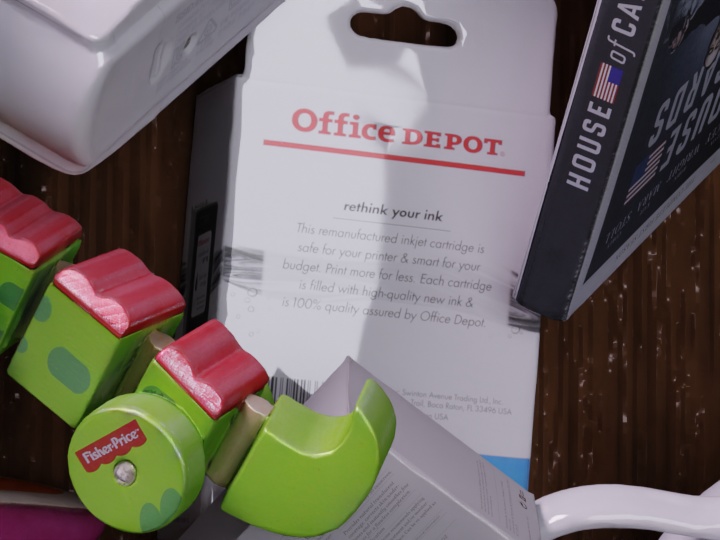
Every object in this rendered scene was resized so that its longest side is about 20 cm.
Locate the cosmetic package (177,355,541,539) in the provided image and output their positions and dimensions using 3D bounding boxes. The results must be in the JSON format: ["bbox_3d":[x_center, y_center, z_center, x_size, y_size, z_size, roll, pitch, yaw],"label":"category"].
[{"bbox_3d":[-0.037,0.127,0.887,0.083,0.051,0.200,37,109,-18],"label":"cosmetic package"}]

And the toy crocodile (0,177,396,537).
[{"bbox_3d":[-0.082,0.017,0.814,0.200,0.068,0.062,33,116,12],"label":"toy crocodile"}]

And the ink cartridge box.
[{"bbox_3d":[0.000,0.000,0.952,0.116,0.067,0.200,7,84,-16],"label":"ink cartridge box"}]

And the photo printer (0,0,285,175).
[{"bbox_3d":[-0.121,-0.132,0.872,0.200,0.069,0.166,31,46,15],"label":"photo printer"}]

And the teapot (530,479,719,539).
[{"bbox_3d":[0.145,0.163,0.942,0.146,0.197,0.200,-32,72,16],"label":"teapot"}]

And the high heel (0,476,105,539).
[{"bbox_3d":[-0.181,0.117,0.893,0.200,0.067,0.096,-2,94,-11],"label":"high heel"}]

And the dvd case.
[{"bbox_3d":[0.113,-0.096,0.915,0.025,0.200,0.150,25,35,18],"label":"dvd case"}]
